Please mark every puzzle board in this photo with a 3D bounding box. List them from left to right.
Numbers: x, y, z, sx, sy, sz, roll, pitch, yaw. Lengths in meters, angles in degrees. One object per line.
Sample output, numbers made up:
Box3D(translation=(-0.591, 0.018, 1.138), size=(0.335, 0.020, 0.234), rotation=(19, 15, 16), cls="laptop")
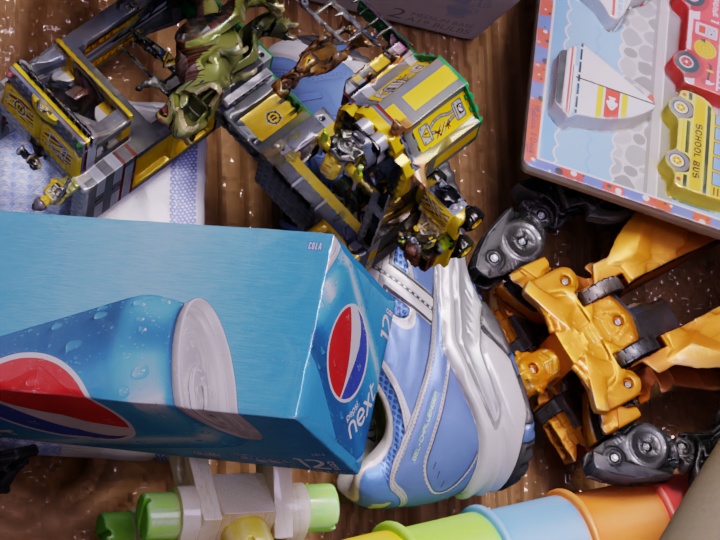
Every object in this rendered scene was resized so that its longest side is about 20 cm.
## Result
Box3D(translation=(0.146, -0.096, 1.192), size=(0.150, 0.017, 0.201), rotation=(19, 48, -11), cls="puzzle board")

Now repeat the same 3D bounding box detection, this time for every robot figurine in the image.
Box3D(translation=(0.136, 0.013, 1.169), size=(0.199, 0.058, 0.146), rotation=(-24, 76, -27), cls="robot figurine")

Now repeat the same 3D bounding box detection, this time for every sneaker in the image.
Box3D(translation=(0.000, 0.000, 1.111), size=(0.077, 0.076, 0.201), rotation=(-18, 79, -26), cls="sneaker")

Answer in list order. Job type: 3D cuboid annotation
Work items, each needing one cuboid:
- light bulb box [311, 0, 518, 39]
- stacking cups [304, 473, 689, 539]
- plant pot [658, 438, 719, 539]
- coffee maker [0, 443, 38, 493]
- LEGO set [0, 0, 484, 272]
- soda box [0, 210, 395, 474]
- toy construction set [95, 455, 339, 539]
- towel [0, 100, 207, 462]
Box3D(translation=(0.005, -0.201, 1.105), size=(0.197, 0.200, 0.126), rotation=(11, 70, -19), cls="light bulb box")
Box3D(translation=(0.068, 0.115, 1.111), size=(0.199, 0.060, 0.061), rotation=(-11, 79, -25), cls="stacking cups")
Box3D(translation=(0.198, 0.111, 1.076), size=(0.186, 0.187, 0.201), rotation=(22, 79, -15), cls="plant pot")
Box3D(translation=(-0.163, 0.169, 0.959), size=(0.191, 0.135, 0.201), rotation=(-15, 81, -26), cls="coffee maker")
Box3D(translation=(-0.060, -0.055, 1.028), size=(0.116, 0.154, 0.200), rotation=(-38, 82, -25), cls="LEGO set")
Box3D(translation=(-0.094, 0.023, 0.985), size=(0.199, 0.064, 0.068), rotation=(4, 70, 24), cls="soda box")
Box3D(translation=(-0.051, 0.145, 1.009), size=(0.091, 0.131, 0.201), rotation=(12, 57, -14), cls="toy construction set")
Box3D(translation=(-0.154, -0.003, 1.078), size=(0.199, 0.024, 0.148), rotation=(6, 74, -19), cls="towel")
